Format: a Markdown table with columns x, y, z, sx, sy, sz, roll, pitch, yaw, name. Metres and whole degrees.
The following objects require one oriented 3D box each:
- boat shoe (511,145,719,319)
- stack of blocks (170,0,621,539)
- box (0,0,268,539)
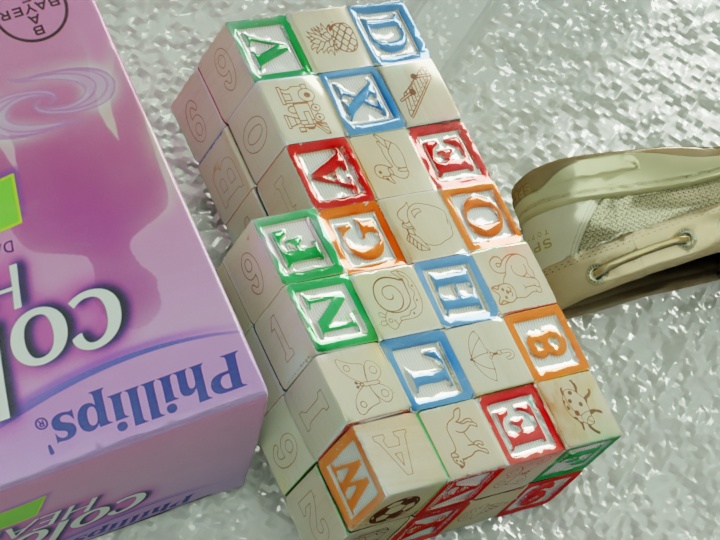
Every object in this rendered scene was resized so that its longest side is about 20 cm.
| x | y | z | sx | sy | sz | roll | pitch | yaw | name |
| --- | --- | --- | --- | --- | --- | --- | --- | --- | --- |
| 0.162 | -0.017 | 0.992 | 0.199 | 0.071 | 0.065 | -8 | 73 | -4 | boat shoe |
| 0.000 | 0.000 | 0.940 | 0.115 | 0.059 | 0.201 | -10 | 65 | -35 | stack of blocks |
| -0.155 | 0.006 | 0.910 | 0.175 | 0.097 | 0.201 | -19 | 70 | -17 | box |
